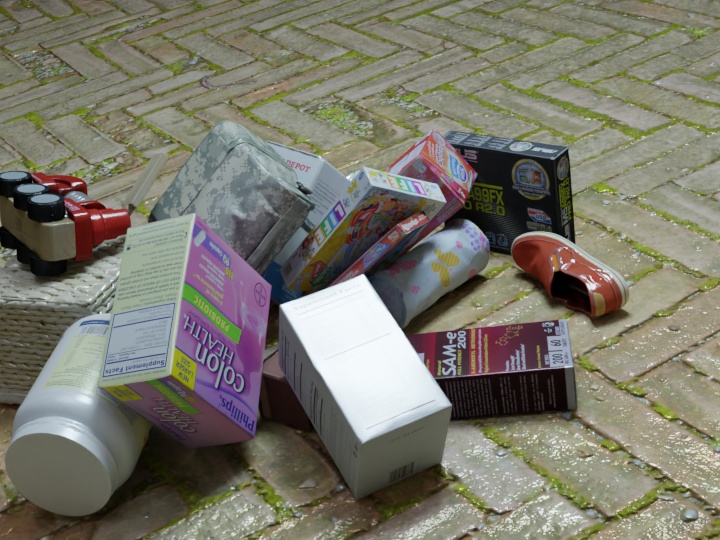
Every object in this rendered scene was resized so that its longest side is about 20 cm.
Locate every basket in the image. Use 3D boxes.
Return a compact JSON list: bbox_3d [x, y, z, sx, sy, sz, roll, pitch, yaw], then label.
[{"bbox_3d":[-0.365,0.064,1.627,0.198,0.163,0.198,3,29,20],"label":"basket"}]

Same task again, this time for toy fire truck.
[{"bbox_3d":[-0.357,-0.090,1.632,0.198,0.130,0.175,-11,24,-33],"label":"toy fire truck"}]

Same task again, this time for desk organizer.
[{"bbox_3d":[-0.038,0.109,1.529,0.076,0.072,0.200,13,35,33],"label":"desk organizer"}]

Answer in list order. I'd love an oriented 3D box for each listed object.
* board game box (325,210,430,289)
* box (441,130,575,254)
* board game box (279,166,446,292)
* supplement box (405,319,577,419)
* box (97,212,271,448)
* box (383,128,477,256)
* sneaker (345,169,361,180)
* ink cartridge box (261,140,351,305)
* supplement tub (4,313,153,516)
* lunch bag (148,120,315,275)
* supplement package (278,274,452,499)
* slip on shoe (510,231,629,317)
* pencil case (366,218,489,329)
[{"bbox_3d":[0.000,0.000,1.607,0.200,0.019,0.103,-42,-3,23],"label":"board game box"},{"bbox_3d":[0.203,-0.105,1.762,0.198,0.162,0.044,14,35,36],"label":"box"},{"bbox_3d":[0.002,-0.045,1.640,0.133,0.200,0.034,8,45,-41],"label":"board game box"},{"bbox_3d":[0.149,0.116,1.464,0.197,0.062,0.109,-7,28,8],"label":"supplement box"},{"bbox_3d":[-0.191,0.071,1.413,0.096,0.176,0.202,-10,57,25],"label":"box"},{"bbox_3d":[0.057,-0.090,1.749,0.200,0.095,0.100,-39,12,31],"label":"box"},{"bbox_3d":[-0.015,-0.082,1.898,0.090,0.079,0.199,25,48,37],"label":"sneaker"},{"bbox_3d":[-0.116,-0.065,1.758,0.144,0.083,0.202,21,81,46],"label":"ink cartridge box"},{"bbox_3d":[-0.306,0.162,1.419,0.143,0.146,0.201,-2,35,14],"label":"supplement tub"},{"bbox_3d":[-0.163,-0.065,1.637,0.200,0.139,0.168,-50,44,7],"label":"lunch bag"},{"bbox_3d":[0.000,0.123,1.367,0.113,0.110,0.201,-19,53,-20],"label":"supplement package"},{"bbox_3d":[0.261,0.004,1.636,0.061,0.075,0.200,-26,36,-25],"label":"slip on shoe"},{"bbox_3d":[0.087,0.005,1.677,0.199,0.084,0.090,-33,5,-37],"label":"pencil case"}]
